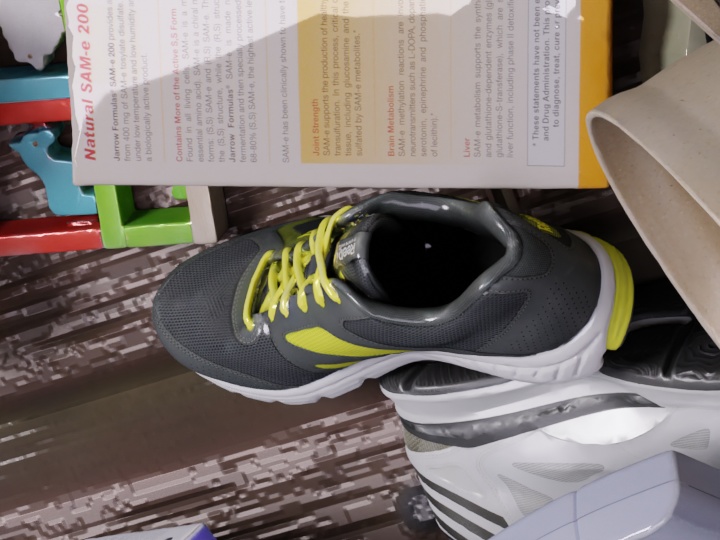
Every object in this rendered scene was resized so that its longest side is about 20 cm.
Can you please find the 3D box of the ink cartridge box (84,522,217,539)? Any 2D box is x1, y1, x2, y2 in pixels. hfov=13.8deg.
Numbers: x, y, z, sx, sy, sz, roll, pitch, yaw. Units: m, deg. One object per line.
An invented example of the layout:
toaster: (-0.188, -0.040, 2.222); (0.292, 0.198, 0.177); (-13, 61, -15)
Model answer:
ink cartridge box: (-0.032, 0.186, 1.171); (0.043, 0.200, 0.198); (-41, 100, -21)

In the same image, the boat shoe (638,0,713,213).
boat shoe: (0.132, -0.120, 1.067); (0.063, 0.074, 0.202); (-10, 104, -11)

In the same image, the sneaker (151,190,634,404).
sneaker: (0.000, 0.000, 1.109); (0.200, 0.085, 0.075); (-6, 66, 30)

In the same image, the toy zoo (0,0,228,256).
toy zoo: (-0.159, -0.068, 1.177); (0.200, 0.020, 0.131); (-4, 110, 15)

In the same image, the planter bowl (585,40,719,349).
planter bowl: (0.187, -0.011, 0.975); (0.135, 0.200, 0.200); (-36, 101, -2)

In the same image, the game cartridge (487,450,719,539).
game cartridge: (0.091, 0.143, 1.145); (0.133, 0.041, 0.200); (27, 133, -25)

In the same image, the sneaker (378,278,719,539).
sneaker: (0.115, 0.070, 1.150); (0.200, 0.076, 0.115); (-5, 119, 23)

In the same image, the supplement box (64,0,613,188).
supplement box: (-0.007, -0.099, 1.088); (0.200, 0.074, 0.126); (1, 112, 4)

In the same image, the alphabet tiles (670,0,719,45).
alphabet tiles: (0.186, -0.104, 0.875); (0.200, 0.008, 0.167); (41, 85, -9)
